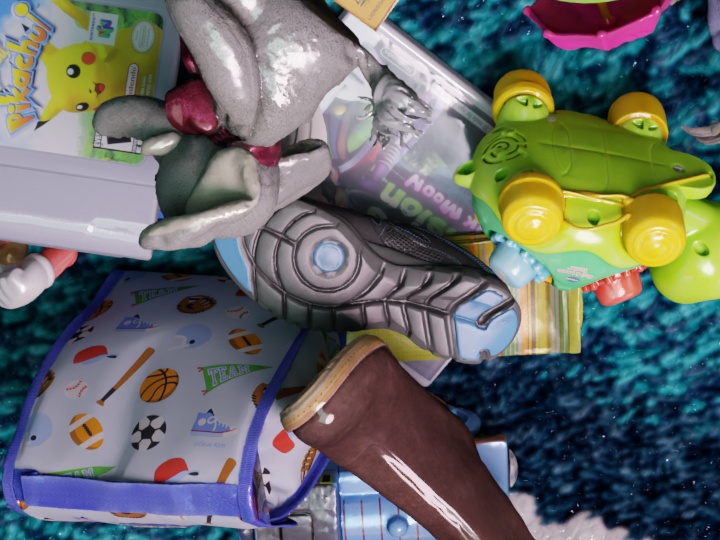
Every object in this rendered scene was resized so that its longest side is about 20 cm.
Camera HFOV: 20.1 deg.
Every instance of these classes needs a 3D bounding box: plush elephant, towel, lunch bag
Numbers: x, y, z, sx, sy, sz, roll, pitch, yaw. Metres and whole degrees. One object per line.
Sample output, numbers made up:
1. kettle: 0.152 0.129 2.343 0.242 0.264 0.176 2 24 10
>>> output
1. plush elephant: -0.075 -0.090 1.125 0.200 0.165 0.155 43 101 12
2. towel: 0.046 0.021 1.324 0.198 0.018 0.087 -4 111 2
3. lunch bag: -0.109 0.094 1.258 0.168 0.200 0.125 0 115 17

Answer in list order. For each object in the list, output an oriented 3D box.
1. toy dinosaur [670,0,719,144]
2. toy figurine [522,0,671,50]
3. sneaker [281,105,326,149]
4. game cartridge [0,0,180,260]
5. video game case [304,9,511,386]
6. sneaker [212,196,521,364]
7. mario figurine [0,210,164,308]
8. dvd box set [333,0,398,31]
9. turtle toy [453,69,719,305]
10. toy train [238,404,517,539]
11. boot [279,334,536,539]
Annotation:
1. toy dinosaur: 0.246 -0.113 1.218 0.104 0.183 0.200 -23 153 -1
2. toy figurine: 0.130 -0.212 1.182 0.149 0.184 0.202 -10 72 4
3. sneaker: -0.072 -0.147 1.248 0.076 0.080 0.202 -5 89 -15
4. game cartridge: -0.177 -0.114 1.232 0.132 0.040 0.202 7 80 0
5. video game case: 0.021 -0.047 1.318 0.199 0.023 0.182 35 108 -14
6. sneaker: 0.000 0.000 1.258 0.198 0.082 0.074 22 108 -13
7. mario figurine: -0.189 -0.054 1.265 0.198 0.124 0.107 -15 124 1
8. dvd box set: -0.055 -0.218 1.154 0.199 0.146 0.029 36 108 -6
9. turtle toy: 0.152 -0.035 1.249 0.198 0.146 0.102 11 129 -7
10. toy train: 0.007 0.147 1.347 0.198 0.114 0.088 -2 113 1
11. boot: 0.041 0.121 1.204 0.072 0.200 0.167 -44 79 10
